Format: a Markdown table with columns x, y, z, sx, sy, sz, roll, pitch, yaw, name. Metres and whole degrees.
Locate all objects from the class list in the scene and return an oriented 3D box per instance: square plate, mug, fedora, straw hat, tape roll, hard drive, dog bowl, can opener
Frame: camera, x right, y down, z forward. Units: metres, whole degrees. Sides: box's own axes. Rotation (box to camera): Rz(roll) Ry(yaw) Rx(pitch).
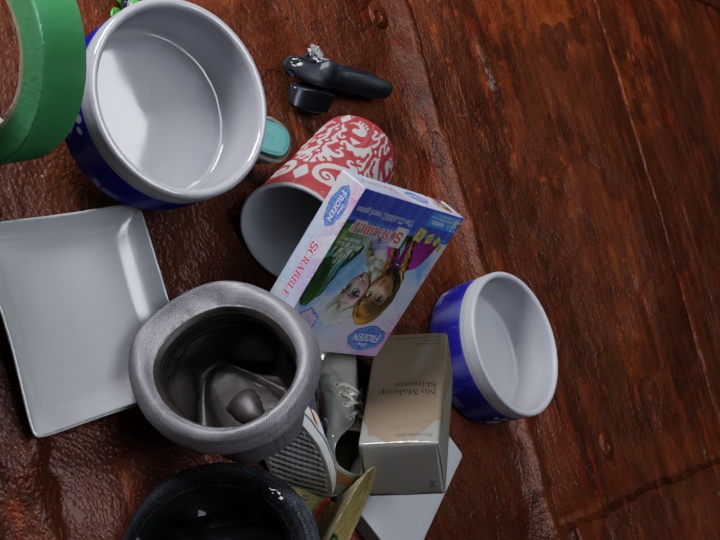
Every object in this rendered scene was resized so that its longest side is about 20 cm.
| x | y | z | sx | sy | sz | roll | pitch | yaw | name |
| --- | --- | --- | --- | --- | --- | --- | --- | --- | --- |
| -0.265 | 0.042 | 1.074 | 0.198 | 0.028 | 0.201 | -14 | 85 | -51 | square plate |
| -0.048 | -0.078 | 1.337 | 0.133 | 0.178 | 0.200 | 26 | 40 | 5 | mug |
| -0.123 | 0.278 | 1.044 | 0.092 | 0.199 | 0.202 | 60 | 29 | -61 | fedora |
| -0.065 | 0.277 | 1.153 | 0.085 | 0.202 | 0.201 | 24 | 42 | 12 | straw hat |
| -0.123 | 0.112 | 1.085 | 0.177 | 0.200 | 0.091 | -40 | 142 | -22 | fedora |
| -0.322 | -0.194 | 0.972 | 0.048 | 0.200 | 0.202 | -18 | 88 | -51 | tape roll |
| 0.051 | 0.251 | 1.359 | 0.132 | 0.026 | 0.200 | 54 | 41 | -18 | hard drive |
| -0.197 | -0.164 | 1.122 | 0.199 | 0.079 | 0.202 | 8 | 77 | -39 | dog bowl |
| 0.185 | 0.108 | 1.537 | 0.199 | 0.079 | 0.201 | 23 | 58 | -42 | dog bowl |
| -0.030 | -0.251 | 1.466 | 0.063 | 0.079 | 0.199 | 39 | 27 | 25 | can opener |

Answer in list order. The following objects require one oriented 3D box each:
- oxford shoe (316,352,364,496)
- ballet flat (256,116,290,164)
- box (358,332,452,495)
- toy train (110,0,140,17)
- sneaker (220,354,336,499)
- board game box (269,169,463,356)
| x | y | z | sx | sy | sz | roll | pitch | yaw | name |
| --- | --- | --- | --- | --- | --- | --- | --- | --- | --- |
| -0.019 | 0.161 | 1.292 | 0.075 | 0.058 | 0.201 | 28 | 53 | -38 | oxford shoe |
| -0.169 | -0.165 | 1.253 | 0.199 | 0.063 | 0.068 | 21 | 75 | -37 | ballet flat |
| 0.056 | 0.163 | 1.292 | 0.200 | 0.094 | 0.078 | -81 | 165 | -57 | box |
| -0.248 | -0.228 | 1.204 | 0.056 | 0.042 | 0.201 | 37 | 48 | -47 | toy train |
| -0.076 | 0.156 | 1.210 | 0.201 | 0.078 | 0.079 | 65 | 26 | -18 | sneaker |
| 0.000 | 0.000 | 1.230 | 0.041 | 0.200 | 0.199 | 41 | 18 | 33 | board game box |
